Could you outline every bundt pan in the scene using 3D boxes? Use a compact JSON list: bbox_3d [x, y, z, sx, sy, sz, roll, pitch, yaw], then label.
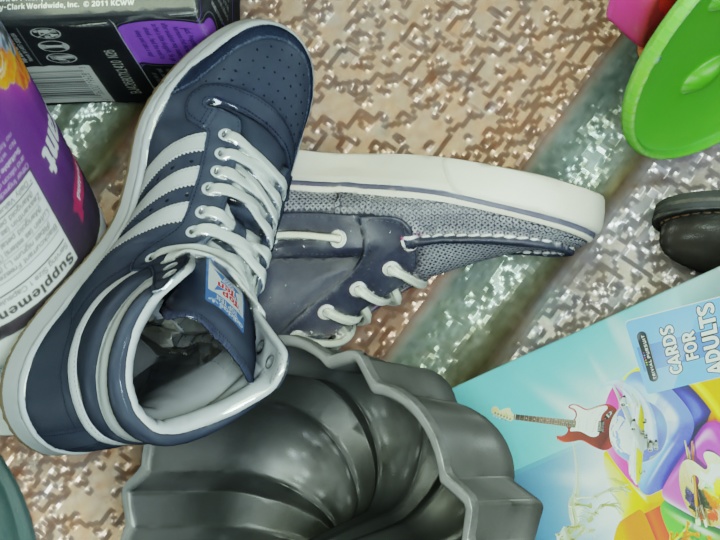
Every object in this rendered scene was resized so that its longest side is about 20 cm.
[{"bbox_3d":[-0.003,0.125,1.158,0.202,0.076,0.202,0,90,43],"label":"bundt pan"}]

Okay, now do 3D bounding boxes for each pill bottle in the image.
[{"bbox_3d":[-0.168,-0.028,1.181,0.111,0.200,0.112,-13,43,13],"label":"pill bottle"}]

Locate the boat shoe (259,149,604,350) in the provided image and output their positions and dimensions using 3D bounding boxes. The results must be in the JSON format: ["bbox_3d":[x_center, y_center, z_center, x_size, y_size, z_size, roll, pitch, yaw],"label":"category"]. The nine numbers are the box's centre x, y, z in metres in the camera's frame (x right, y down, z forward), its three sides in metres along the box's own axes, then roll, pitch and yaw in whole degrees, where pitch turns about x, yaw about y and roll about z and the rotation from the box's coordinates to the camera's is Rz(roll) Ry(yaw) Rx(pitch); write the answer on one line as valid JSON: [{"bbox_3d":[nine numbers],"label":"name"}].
[{"bbox_3d":[0.000,0.000,1.235,0.199,0.075,0.093,6,83,15],"label":"boat shoe"}]

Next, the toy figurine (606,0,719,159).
[{"bbox_3d":[0.132,-0.174,1.242,0.200,0.150,0.184,-29,64,-24],"label":"toy figurine"}]

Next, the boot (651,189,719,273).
[{"bbox_3d":[0.185,0.072,1.194,0.200,0.069,0.174,22,81,11],"label":"boot"}]

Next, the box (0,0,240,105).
[{"bbox_3d":[-0.109,-0.182,1.259,0.106,0.122,0.201,-1,75,6],"label":"box"}]

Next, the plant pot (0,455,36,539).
[{"bbox_3d":[-0.241,0.122,1.191,0.200,0.134,0.201,-1,76,6],"label":"plant pot"}]

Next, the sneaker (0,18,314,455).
[{"bbox_3d":[-0.055,-0.013,1.139,0.070,0.108,0.200,39,70,-25],"label":"sneaker"}]

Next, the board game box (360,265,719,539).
[{"bbox_3d":[0.115,0.096,1.169,0.200,0.047,0.151,-26,73,22],"label":"board game box"}]
